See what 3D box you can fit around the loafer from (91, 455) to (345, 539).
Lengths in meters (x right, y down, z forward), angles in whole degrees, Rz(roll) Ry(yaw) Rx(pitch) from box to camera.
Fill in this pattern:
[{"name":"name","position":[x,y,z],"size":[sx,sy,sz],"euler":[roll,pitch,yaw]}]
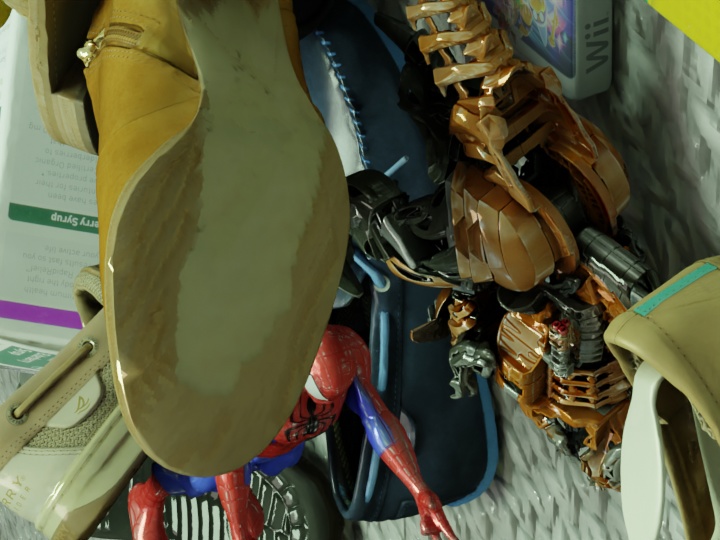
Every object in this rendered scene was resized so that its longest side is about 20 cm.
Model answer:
[{"name":"loafer","position":[-0.067,0.104,1.204],"size":[0.199,0.071,0.074],"euler":[12,97,51]}]

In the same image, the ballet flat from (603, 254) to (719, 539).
[{"name":"ballet flat","position":[0.111,0.094,0.755],"size":[0.069,0.063,0.201],"euler":[18,124,65]}]

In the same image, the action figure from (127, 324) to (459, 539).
[{"name":"action figure","position":[-0.027,0.084,0.916],"size":[0.100,0.065,0.200],"euler":[66,156,17]}]

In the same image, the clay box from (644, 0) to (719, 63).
[{"name":"clay box","position":[0.116,-0.094,0.607],"size":[0.200,0.047,0.116],"euler":[47,148,45]}]

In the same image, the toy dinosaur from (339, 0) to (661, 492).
[{"name":"toy dinosaur","position":[0.047,-0.023,0.794],"size":[0.135,0.102,0.201],"euler":[24,124,48]}]

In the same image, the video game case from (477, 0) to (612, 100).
[{"name":"video game case","position":[0.035,-0.171,0.783],"size":[0.143,0.018,0.201],"euler":[46,148,47]}]

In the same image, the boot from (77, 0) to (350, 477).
[{"name":"boot","position":[-0.054,-0.028,0.794],"size":[0.144,0.070,0.203],"euler":[145,130,-70]}]

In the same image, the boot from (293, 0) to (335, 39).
[{"name":"boot","position":[-0.040,-0.178,0.831],"size":[0.168,0.076,0.202],"euler":[179,83,-82]}]

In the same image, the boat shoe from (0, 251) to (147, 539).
[{"name":"boat shoe","position":[-0.079,0.013,0.980],"size":[0.064,0.200,0.071],"euler":[34,147,1]}]

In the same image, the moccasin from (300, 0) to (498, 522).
[{"name":"moccasin","position":[0.000,0.000,0.939],"size":[0.080,0.068,0.201],"euler":[6,113,67]}]

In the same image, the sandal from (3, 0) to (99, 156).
[{"name":"sandal","position":[-0.118,-0.117,0.857],"size":[0.069,0.078,0.212],"euler":[18,149,11]}]

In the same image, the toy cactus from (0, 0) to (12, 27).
[{"name":"toy cactus","position":[-0.099,-0.152,0.966],"size":[0.164,0.200,0.103],"euler":[29,134,2]}]

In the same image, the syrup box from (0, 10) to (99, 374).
[{"name":"syrup box","position":[-0.119,-0.060,1.059],"size":[0.079,0.081,0.202],"euler":[159,119,-68]}]

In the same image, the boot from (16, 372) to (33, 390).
[{"name":"boot","position":[-0.151,-0.027,1.283],"size":[0.181,0.072,0.201],"euler":[-10,105,55]}]

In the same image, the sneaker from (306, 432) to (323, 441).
[{"name":"sneaker","position":[-0.072,0.003,1.110],"size":[0.200,0.074,0.089],"euler":[45,149,48]}]
